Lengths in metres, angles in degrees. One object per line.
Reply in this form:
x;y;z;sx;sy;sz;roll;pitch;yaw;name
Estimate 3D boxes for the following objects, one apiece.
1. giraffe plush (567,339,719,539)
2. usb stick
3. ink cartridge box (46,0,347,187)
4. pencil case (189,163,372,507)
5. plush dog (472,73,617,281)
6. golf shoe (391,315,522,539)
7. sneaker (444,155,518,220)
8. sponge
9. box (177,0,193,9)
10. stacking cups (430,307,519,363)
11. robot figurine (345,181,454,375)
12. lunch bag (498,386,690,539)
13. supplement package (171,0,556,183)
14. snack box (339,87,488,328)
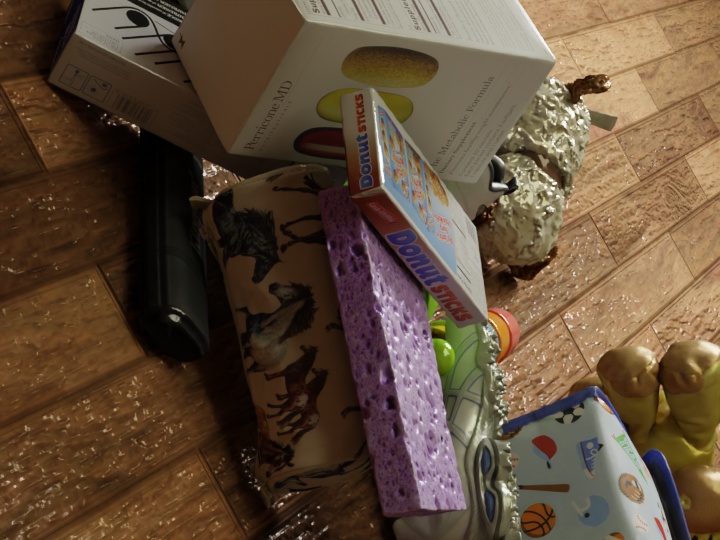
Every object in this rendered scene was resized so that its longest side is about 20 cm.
0.267;0.171;1.878;0.200;0.171;0.163;93;-7;-62;giraffe plush
-0.117;-0.025;1.386;0.055;0.032;0.201;45;26;-37;usb stick
-0.099;-0.117;1.424;0.199;0.044;0.094;26;33;-15;ink cartridge box
-0.043;0.040;1.357;0.078;0.089;0.201;45;33;-79;pencil case
0.138;-0.083;1.903;0.200;0.160;0.173;40;53;-42;plush dog
0.056;0.104;1.516;0.079;0.097;0.201;74;11;-49;golf shoe
0.049;-0.109;1.708;0.200;0.139;0.078;40;30;-43;sneaker
0.020;0.050;1.345;0.112;0.030;0.201;21;57;-72;sponge
-0.051;-0.273;1.649;0.201;0.171;0.199;58;22;-7;box
0.083;0.061;1.686;0.061;0.060;0.200;63;21;5;stacking cups
0.000;0.000;1.496;0.176;0.116;0.200;49;26;-6;robot figurine
0.185;0.209;1.656;0.200;0.123;0.171;54;18;-54;lunch bag
0.001;-0.139;1.396;0.199;0.114;0.110;4;43;-36;supplement package
0.036;-0.036;1.378;0.200;0.024;0.072;49;32;-57;snack box
